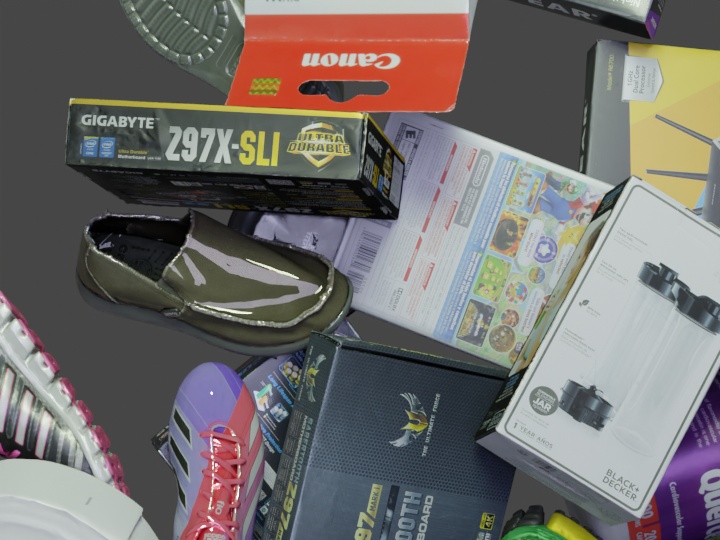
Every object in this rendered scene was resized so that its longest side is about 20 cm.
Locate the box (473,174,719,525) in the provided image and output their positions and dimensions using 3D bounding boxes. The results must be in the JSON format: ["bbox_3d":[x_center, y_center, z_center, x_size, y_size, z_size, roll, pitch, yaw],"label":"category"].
[{"bbox_3d":[0.174,0.053,1.645,0.116,0.060,0.201,30,75,-5],"label":"box"}]

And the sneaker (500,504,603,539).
[{"bbox_3d":[0.170,0.247,1.668,0.199,0.078,0.085,31,45,-4],"label":"sneaker"}]

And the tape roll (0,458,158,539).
[{"bbox_3d":[-0.224,0.230,1.655,0.201,0.071,0.204,2,105,6],"label":"tape roll"}]

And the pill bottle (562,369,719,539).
[{"bbox_3d":[0.240,0.127,1.726,0.199,0.112,0.113,-17,89,-7],"label":"pill bottle"}]

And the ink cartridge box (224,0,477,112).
[{"bbox_3d":[-0.002,-0.191,1.659,0.161,0.050,0.201,1,47,14],"label":"ink cartridge box"}]

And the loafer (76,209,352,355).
[{"bbox_3d":[-0.104,0.004,1.675,0.198,0.070,0.076,7,58,15],"label":"loafer"}]

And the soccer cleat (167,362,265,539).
[{"bbox_3d":[-0.096,0.158,1.629,0.066,0.076,0.202,6,80,-8],"label":"soccer cleat"}]

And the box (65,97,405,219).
[{"bbox_3d":[-0.081,-0.073,1.653,0.198,0.160,0.050,4,84,11],"label":"box"}]

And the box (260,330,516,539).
[{"bbox_3d":[0.020,0.153,1.657,0.157,0.051,0.202,13,92,-27],"label":"box"}]

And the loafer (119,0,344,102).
[{"bbox_3d":[-0.089,-0.163,1.736,0.200,0.070,0.075,44,108,9],"label":"loafer"}]

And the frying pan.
[{"bbox_3d":[-0.013,0.011,1.749,0.115,0.031,0.190,-44,90,-4],"label":"frying pan"}]

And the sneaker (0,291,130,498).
[{"bbox_3d":[-0.232,0.107,1.697,0.087,0.074,0.201,-34,90,-3],"label":"sneaker"}]

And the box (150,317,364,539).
[{"bbox_3d":[-0.023,0.147,1.717,0.159,0.046,0.200,-39,100,-7],"label":"box"}]

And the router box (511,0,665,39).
[{"bbox_3d":[0.130,-0.262,1.738,0.199,0.051,0.150,18,85,14],"label":"router box"}]

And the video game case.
[{"bbox_3d":[0.090,-0.013,1.716,0.199,0.018,0.144,21,87,7],"label":"video game case"}]

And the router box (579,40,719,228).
[{"bbox_3d":[0.228,-0.053,1.755,0.148,0.051,0.202,5,86,-2],"label":"router box"}]
